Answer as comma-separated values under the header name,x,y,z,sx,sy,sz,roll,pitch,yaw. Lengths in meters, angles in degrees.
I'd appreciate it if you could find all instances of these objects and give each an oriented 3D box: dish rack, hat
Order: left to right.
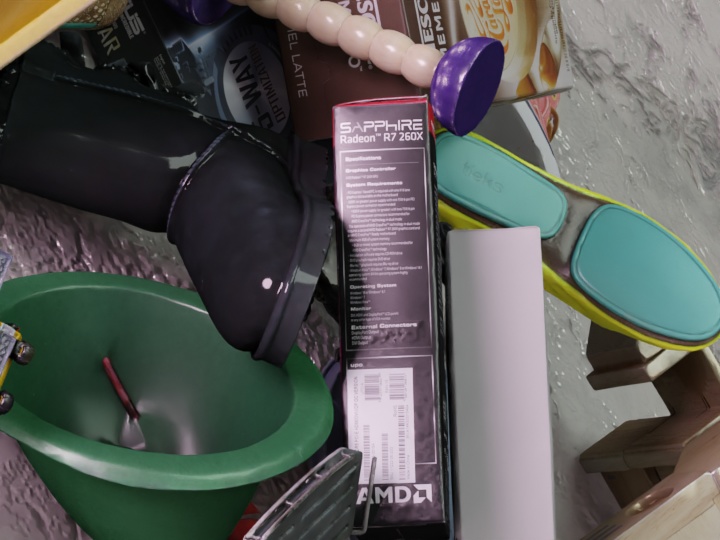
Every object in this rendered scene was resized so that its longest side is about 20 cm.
name,x,y,z,sx,sy,sz,roll,pitch,yaw
hat,-0.103,0.120,1.024,0.200,0.176,0.166,20,29,11
dish rack,-0.023,0.181,0.957,0.153,0.055,0.200,-41,142,-58

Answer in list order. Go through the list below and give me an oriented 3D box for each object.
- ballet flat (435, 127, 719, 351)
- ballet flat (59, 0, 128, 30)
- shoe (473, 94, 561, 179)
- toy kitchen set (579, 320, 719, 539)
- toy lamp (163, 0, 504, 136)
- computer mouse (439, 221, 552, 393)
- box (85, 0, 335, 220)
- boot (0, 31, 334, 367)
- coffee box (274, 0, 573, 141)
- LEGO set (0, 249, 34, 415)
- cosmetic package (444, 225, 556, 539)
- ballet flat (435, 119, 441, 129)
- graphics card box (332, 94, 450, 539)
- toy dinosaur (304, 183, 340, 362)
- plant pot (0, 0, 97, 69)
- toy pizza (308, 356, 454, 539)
name,x,y,z,sx,sy,sz,roll,pitch,yaw
ballet flat,0.113,-0.015,1.264,0.200,0.067,0.067,30,70,-1
ballet flat,-0.185,-0.209,1.138,0.065,0.071,0.200,-28,85,-45
shoe,0.102,-0.090,1.448,0.091,0.071,0.200,3,57,-48
toy kitchen set,0.141,0.120,1.284,0.180,0.200,0.163,-32,96,-23
toy lamp,-0.027,-0.129,1.126,0.200,0.058,0.058,24,23,21
computer mouse,0.072,0.043,1.272,0.110,0.044,0.200,60,1,17
box,-0.078,-0.117,1.235,0.160,0.044,0.200,-11,74,-59
boot,-0.097,-0.037,1.027,0.162,0.073,0.198,20,23,-10
coffee box,0.036,-0.139,1.239,0.200,0.080,0.114,-19,99,-60
LEGO set,-0.238,0.010,0.866,0.200,0.116,0.154,23,76,-40
cosmetic package,0.069,0.081,1.122,0.083,0.051,0.200,75,13,-85
ballet flat,0.016,-0.100,1.358,0.063,0.069,0.200,65,17,-58
graphics card box,0.016,0.028,1.078,0.125,0.051,0.200,76,11,-80
toy dinosaur,0.000,0.000,1.187,0.088,0.047,0.200,32,45,-51
plant pot,-0.196,-0.191,0.997,0.194,0.195,0.200,52,22,-13
toy pizza,0.035,0.133,1.203,0.200,0.032,0.200,35,39,-34
